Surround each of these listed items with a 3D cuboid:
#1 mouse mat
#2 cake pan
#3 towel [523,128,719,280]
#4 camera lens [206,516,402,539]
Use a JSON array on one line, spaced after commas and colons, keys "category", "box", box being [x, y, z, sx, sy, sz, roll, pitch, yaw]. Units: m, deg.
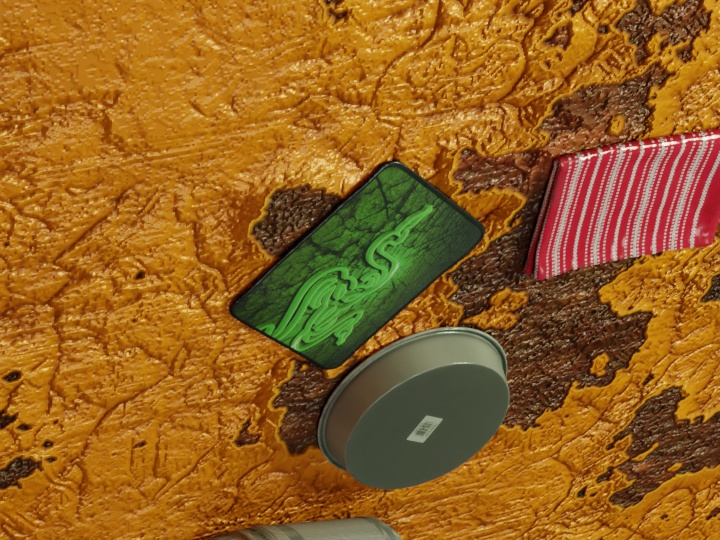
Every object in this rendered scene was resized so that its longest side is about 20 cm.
[{"category": "mouse mat", "box": [0.000, 0.000, 1.597, 0.200, 0.008, 0.161, -41, 140, 14]}, {"category": "cake pan", "box": [0.057, 0.137, 1.753, 0.199, 0.037, 0.201, -17, 139, -15]}, {"category": "towel", "box": [0.252, -0.061, 1.677, 0.199, 0.023, 0.145, -11, 136, -23]}, {"category": "camera lens", "box": [-0.052, 0.324, 1.785, 0.199, 0.160, 0.161, 0, 132, -31]}]
